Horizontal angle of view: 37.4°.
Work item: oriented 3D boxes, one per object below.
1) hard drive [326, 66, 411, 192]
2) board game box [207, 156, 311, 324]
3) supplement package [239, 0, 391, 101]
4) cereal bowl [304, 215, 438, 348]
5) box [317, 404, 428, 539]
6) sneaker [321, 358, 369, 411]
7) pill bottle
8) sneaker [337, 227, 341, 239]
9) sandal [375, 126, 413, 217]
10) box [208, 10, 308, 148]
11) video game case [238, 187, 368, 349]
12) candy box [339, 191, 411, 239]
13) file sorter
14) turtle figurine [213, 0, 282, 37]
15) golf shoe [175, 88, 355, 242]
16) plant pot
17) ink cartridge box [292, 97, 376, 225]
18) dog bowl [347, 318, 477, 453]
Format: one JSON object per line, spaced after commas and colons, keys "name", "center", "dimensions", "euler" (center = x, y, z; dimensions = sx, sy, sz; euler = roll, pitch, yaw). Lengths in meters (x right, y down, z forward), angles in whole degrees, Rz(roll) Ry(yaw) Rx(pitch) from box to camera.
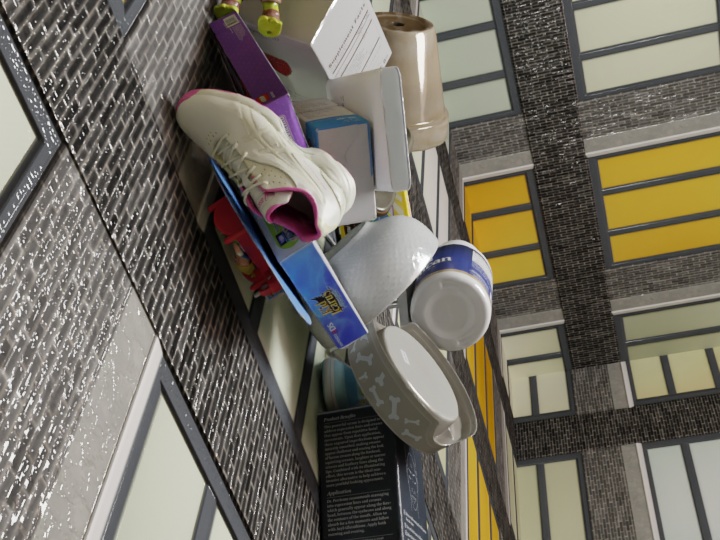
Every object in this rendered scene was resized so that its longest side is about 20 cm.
{"name": "hard drive", "center": [0.006, -0.162, 1.237], "dimensions": [0.200, 0.026, 0.134], "euler": [-162, -116, -71]}
{"name": "board game box", "center": [-0.118, -0.021, 1.097], "dimensions": [0.202, 0.039, 0.158], "euler": [59, 0, -10]}
{"name": "supplement package", "center": [-0.056, -0.302, 1.369], "dimensions": [0.121, 0.120, 0.200], "euler": [-62, 156, -11]}
{"name": "cereal bowl", "center": [0.000, 0.000, 1.336], "dimensions": [0.083, 0.200, 0.200], "euler": [47, 18, -7]}
{"name": "box", "center": [0.018, 0.291, 1.358], "dimensions": [0.149, 0.105, 0.203], "euler": [57, 27, -59]}
{"name": "sneaker", "center": [0.026, 0.164, 1.441], "dimensions": [0.200, 0.129, 0.081], "euler": [55, 29, -62]}
{"name": "pill bottle", "center": [0.131, 0.026, 1.502], "dimensions": [0.200, 0.109, 0.113], "euler": [-68, 146, -70]}
{"name": "sneaker", "center": [0.011, -0.096, 1.670], "dimensions": [0.078, 0.089, 0.203], "euler": [50, 33, -66]}
{"name": "sandal", "center": [0.031, -0.147, 1.402], "dimensions": [0.055, 0.081, 0.201], "euler": [-59, -179, 43]}
{"name": "box", "center": [-0.103, -0.178, 1.166], "dimensions": [0.201, 0.039, 0.138], "euler": [60, -7, 47]}
{"name": "video game case", "center": [-0.074, -0.032, 1.179], "dimensions": [0.182, 0.045, 0.201], "euler": [60, -1, 35]}
{"name": "candy box", "center": [0.016, -0.102, 1.477], "dimensions": [0.026, 0.101, 0.203], "euler": [58, 22, -68]}
{"name": "file sorter", "center": [0.018, 0.031, 1.522], "dimensions": [0.139, 0.123, 0.203], "euler": [52, 31, -67]}
{"name": "turtle figurine", "center": [-0.126, -0.364, 1.239], "dimensions": [0.198, 0.064, 0.164], "euler": [18, 73, -26]}
{"name": "golf shoe", "center": [-0.098, -0.102, 1.033], "dimensions": [0.076, 0.198, 0.092], "euler": [-53, -171, 42]}
{"name": "plant pot", "center": [0.050, -0.301, 1.652], "dimensions": [0.201, 0.197, 0.176], "euler": [-75, 172, -63]}
{"name": "ink cartridge box", "center": [-0.048, -0.136, 1.264], "dimensions": [0.200, 0.067, 0.118], "euler": [-137, -140, -62]}
{"name": "dog bowl", "center": [0.061, 0.139, 1.328], "dimensions": [0.200, 0.059, 0.201], "euler": [45, 17, -18]}
